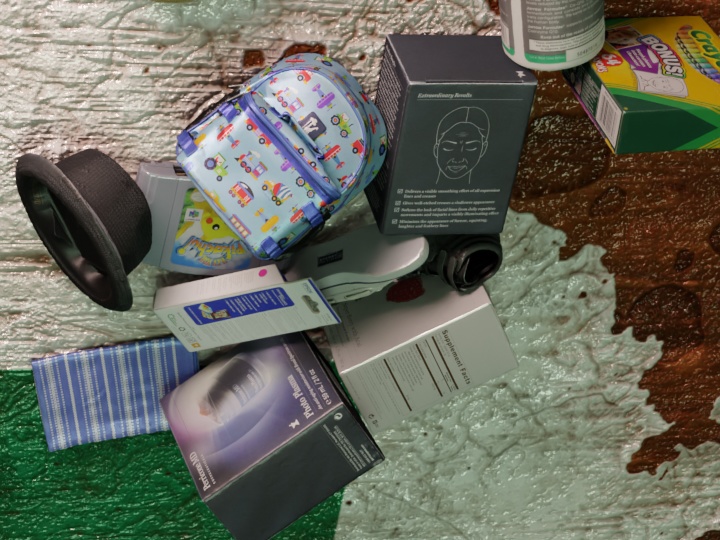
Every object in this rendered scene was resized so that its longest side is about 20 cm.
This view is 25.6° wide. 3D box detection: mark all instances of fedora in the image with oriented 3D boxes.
[{"bbox_3d":[-0.281,-0.057,1.701,0.091,0.200,0.202,-39,135,-24],"label":"fedora"}]

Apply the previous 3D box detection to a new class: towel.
[{"bbox_3d":[-0.291,0.150,1.924,0.198,0.024,0.146,-9,128,-10],"label":"towel"}]

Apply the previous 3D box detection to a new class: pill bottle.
[{"bbox_3d":[0.197,-0.320,1.651,0.112,0.113,0.201,-14,130,-6],"label":"pill bottle"}]

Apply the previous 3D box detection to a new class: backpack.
[{"bbox_3d":[-0.074,-0.129,1.678,0.199,0.135,0.183,-37,93,3],"label":"backpack"}]

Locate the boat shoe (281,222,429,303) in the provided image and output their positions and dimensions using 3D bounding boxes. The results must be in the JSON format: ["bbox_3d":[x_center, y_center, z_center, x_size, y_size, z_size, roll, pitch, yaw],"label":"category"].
[{"bbox_3d":[0.000,0.000,1.834,0.199,0.072,0.066,-18,145,28],"label":"boat shoe"}]

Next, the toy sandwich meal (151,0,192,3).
[{"bbox_3d":[-0.187,-0.353,1.542,0.203,0.070,0.206,-12,129,-15],"label":"toy sandwich meal"}]

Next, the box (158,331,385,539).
[{"bbox_3d":[-0.109,0.188,1.877,0.198,0.200,0.123,-36,129,0],"label":"box"}]

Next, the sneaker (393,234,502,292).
[{"bbox_3d":[0.077,-0.011,1.863,0.199,0.100,0.071,-22,132,2],"label":"sneaker"}]

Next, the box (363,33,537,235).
[{"bbox_3d":[0.094,-0.149,1.755,0.147,0.107,0.201,-1,128,-16],"label":"box"}]

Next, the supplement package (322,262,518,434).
[{"bbox_3d":[0.070,0.083,1.918,0.199,0.122,0.120,-25,130,3],"label":"supplement package"}]

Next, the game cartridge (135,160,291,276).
[{"bbox_3d":[-0.164,-0.055,1.797,0.198,0.041,0.134,4,129,-19],"label":"game cartridge"}]

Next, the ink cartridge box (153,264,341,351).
[{"bbox_3d":[-0.129,0.041,1.822,0.198,0.037,0.095,-10,143,20],"label":"ink cartridge box"}]

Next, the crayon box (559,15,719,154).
[{"bbox_3d":[0.324,-0.206,1.721,0.171,0.201,0.059,-5,128,-13],"label":"crayon box"}]
